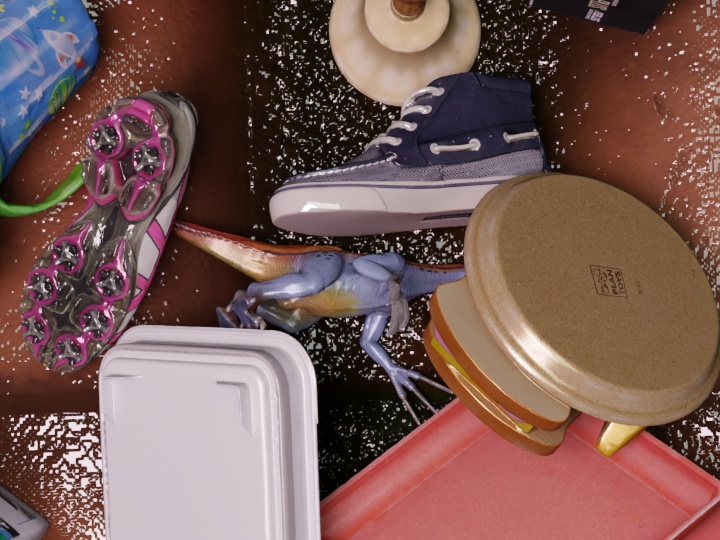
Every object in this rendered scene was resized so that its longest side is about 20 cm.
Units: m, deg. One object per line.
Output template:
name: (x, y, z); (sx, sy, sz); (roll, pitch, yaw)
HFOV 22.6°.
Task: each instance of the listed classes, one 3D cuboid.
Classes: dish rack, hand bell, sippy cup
dish rack: (-0.102, 0.138, 1.122); (0.171, 0.043, 0.202); (1, 96, 36)
hand bell: (0.030, -0.169, 1.122); (0.103, 0.200, 0.105); (0, 86, 0)
sippy cup: (-0.242, -0.133, 1.151); (0.139, 0.179, 0.130); (29, 57, 32)

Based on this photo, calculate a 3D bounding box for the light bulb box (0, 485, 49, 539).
light bulb box: (-0.306, 0.205, 1.093); (0.124, 0.200, 0.199); (35, 86, 2)

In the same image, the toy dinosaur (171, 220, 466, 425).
toy dinosaur: (0.000, 0.000, 1.170); (0.181, 0.105, 0.201); (-24, 73, -22)

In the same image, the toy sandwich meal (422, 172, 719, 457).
toy sandwich meal: (0.135, 0.029, 1.123); (0.204, 0.070, 0.206); (16, 50, -19)

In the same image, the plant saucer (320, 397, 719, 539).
plant saucer: (0.091, 0.157, 1.109); (0.199, 0.199, 0.037); (-35, 129, -18)

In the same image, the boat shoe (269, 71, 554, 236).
boat shoe: (0.030, -0.077, 1.164); (0.198, 0.075, 0.094); (-3, 79, -26)

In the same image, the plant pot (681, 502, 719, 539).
plant pot: (0.211, 0.247, 1.104); (0.200, 0.200, 0.177); (44, 75, 3)

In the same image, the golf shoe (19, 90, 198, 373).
golf shoe: (-0.155, -0.022, 1.173); (0.072, 0.092, 0.201); (31, 109, 11)

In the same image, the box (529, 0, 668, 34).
box: (0.177, -0.271, 1.148); (0.085, 0.164, 0.202); (14, 85, 1)
